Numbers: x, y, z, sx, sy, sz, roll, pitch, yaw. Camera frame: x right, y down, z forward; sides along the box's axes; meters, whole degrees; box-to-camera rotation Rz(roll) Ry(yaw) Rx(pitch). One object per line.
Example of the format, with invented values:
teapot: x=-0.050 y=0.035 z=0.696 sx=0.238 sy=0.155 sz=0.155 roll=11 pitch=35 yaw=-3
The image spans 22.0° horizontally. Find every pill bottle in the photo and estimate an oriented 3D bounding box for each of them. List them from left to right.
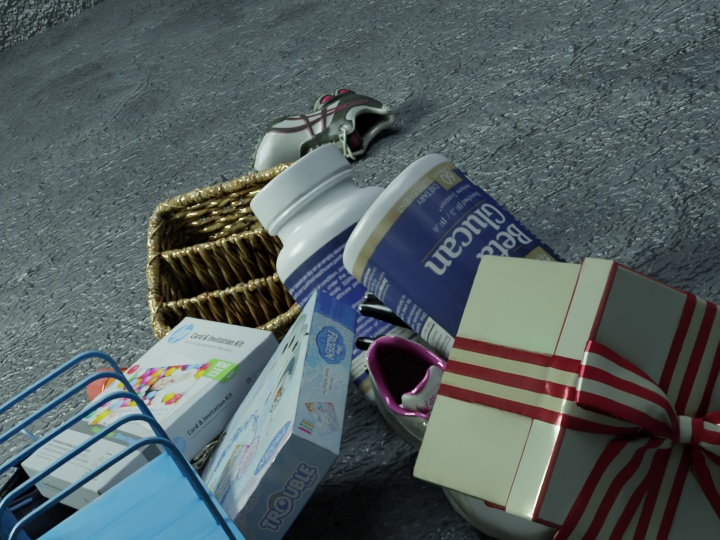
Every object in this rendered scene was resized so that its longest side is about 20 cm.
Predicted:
pill bottle: x=0.000 y=0.000 z=1.548 sx=0.119 sy=0.201 sz=0.120 roll=-36 pitch=-5 yaw=-3
pill bottle: x=0.093 y=0.018 z=1.337 sx=0.111 sy=0.200 sz=0.111 roll=-46 pitch=-12 yaw=-13

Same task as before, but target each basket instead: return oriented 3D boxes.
basket: x=-0.103 y=0.010 z=1.711 sx=0.199 sy=0.149 sz=0.143 roll=-13 pitch=35 yaw=27

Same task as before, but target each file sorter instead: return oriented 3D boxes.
file sorter: x=-0.183 y=0.159 z=1.284 sx=0.138 sy=0.123 sz=0.200 roll=-34 pitch=24 yaw=-9

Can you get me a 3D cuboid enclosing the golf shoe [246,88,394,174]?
golf shoe: x=-0.048 y=-0.149 z=2.130 sx=0.088 sy=0.078 sz=0.200 roll=11 pitch=41 yaw=43

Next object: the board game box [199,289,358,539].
board game box: x=-0.072 y=0.145 z=1.387 sx=0.201 sy=0.043 sz=0.199 roll=-57 pitch=11 yaw=27

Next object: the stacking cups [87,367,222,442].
stacking cups: x=-0.190 y=0.113 z=1.704 sx=0.060 sy=0.061 sz=0.199 roll=-37 pitch=26 yaw=-28

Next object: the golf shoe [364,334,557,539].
golf shoe: x=0.070 y=0.120 z=1.310 sx=0.075 sy=0.092 sz=0.200 roll=-46 pitch=61 yaw=-5

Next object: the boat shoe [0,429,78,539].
boat shoe: x=-0.271 y=0.179 z=1.629 sx=0.084 sy=0.069 sz=0.200 roll=-16 pitch=24 yaw=18

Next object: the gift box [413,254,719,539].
gift box: x=0.163 y=0.107 z=1.174 sx=0.183 sy=0.202 sz=0.186 roll=16 pitch=-5 yaw=-26

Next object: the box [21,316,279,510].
box: x=-0.171 y=0.121 z=1.547 sx=0.200 sy=0.041 sz=0.156 roll=-41 pitch=24 yaw=-24

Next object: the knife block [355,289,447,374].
knife block: x=0.102 y=0.052 z=1.426 sx=0.199 sy=0.064 sz=0.176 roll=-26 pitch=61 yaw=-3
